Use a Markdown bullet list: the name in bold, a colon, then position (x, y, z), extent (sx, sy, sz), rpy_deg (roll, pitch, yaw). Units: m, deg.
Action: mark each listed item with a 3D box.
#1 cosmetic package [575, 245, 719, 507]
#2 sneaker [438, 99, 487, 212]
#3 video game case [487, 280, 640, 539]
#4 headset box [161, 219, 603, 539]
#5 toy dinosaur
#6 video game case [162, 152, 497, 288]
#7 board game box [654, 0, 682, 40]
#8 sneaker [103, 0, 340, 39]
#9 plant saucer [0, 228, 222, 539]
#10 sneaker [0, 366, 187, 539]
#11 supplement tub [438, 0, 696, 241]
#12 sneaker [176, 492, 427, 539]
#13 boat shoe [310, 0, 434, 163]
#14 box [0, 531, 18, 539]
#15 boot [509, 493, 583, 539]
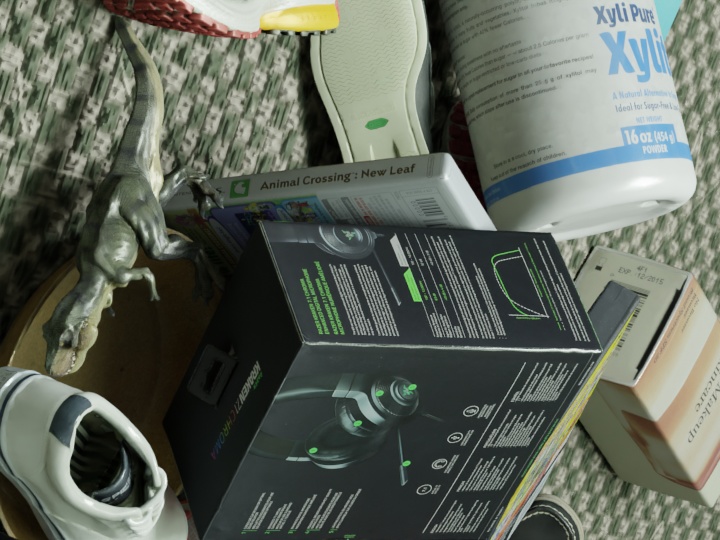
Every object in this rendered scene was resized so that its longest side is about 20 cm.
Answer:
- **cosmetic package**: position (0.216, 0.080, 2.106), extent (0.104, 0.087, 0.200), rpy_deg (-62, 146, -17)
- **sneaker**: position (0.064, -0.028, 1.817), extent (0.081, 0.075, 0.200), rpy_deg (30, 46, -21)
- **video game case**: position (0.100, 0.123, 1.793), extent (0.200, 0.025, 0.181), rpy_deg (-50, 167, -50)
- **headset box**: position (0.003, 0.065, 1.595), extent (0.199, 0.093, 0.174), rpy_deg (1, 137, -26)
- **toy dinosaur**: position (-0.114, -0.031, 1.546), extent (0.088, 0.047, 0.201), rpy_deg (25, 67, -34)
- **video game case**: position (0.000, 0.000, 1.669), extent (0.200, 0.182, 0.022), rpy_deg (54, 37, -52)
- **board game box**: position (0.180, -0.234, 1.935), extent (0.151, 0.047, 0.200), rpy_deg (36, 75, -56)
- **sneaker**: position (-0.075, -0.172, 1.574), extent (0.200, 0.078, 0.082), rpy_deg (-16, 115, -63)
- **plant saucer**: position (-0.150, 0.068, 1.606), extent (0.200, 0.035, 0.201), rpy_deg (-31, 130, -46)
- **sneaker**: position (-0.137, 0.121, 1.551), extent (0.073, 0.071, 0.200), rpy_deg (-62, 146, -14)
- **supplement tub**: position (0.123, -0.125, 1.756), extent (0.132, 0.132, 0.201), rpy_deg (-2, 77, -55)
- **sneaker**: position (-0.057, 0.181, 1.652), extent (0.087, 0.199, 0.074), rpy_deg (-72, 161, -56)
- **boat shoe**: position (0.009, -0.119, 1.740), extent (0.068, 0.072, 0.201), rpy_deg (-92, 174, -65)
- **box**: position (-0.219, 0.256, 1.559), extent (0.200, 0.079, 0.141), rpy_deg (-58, 148, -19)
- **boot**: position (0.065, 0.238, 1.879), extent (0.200, 0.073, 0.151), rpy_deg (-43, 179, 12)
